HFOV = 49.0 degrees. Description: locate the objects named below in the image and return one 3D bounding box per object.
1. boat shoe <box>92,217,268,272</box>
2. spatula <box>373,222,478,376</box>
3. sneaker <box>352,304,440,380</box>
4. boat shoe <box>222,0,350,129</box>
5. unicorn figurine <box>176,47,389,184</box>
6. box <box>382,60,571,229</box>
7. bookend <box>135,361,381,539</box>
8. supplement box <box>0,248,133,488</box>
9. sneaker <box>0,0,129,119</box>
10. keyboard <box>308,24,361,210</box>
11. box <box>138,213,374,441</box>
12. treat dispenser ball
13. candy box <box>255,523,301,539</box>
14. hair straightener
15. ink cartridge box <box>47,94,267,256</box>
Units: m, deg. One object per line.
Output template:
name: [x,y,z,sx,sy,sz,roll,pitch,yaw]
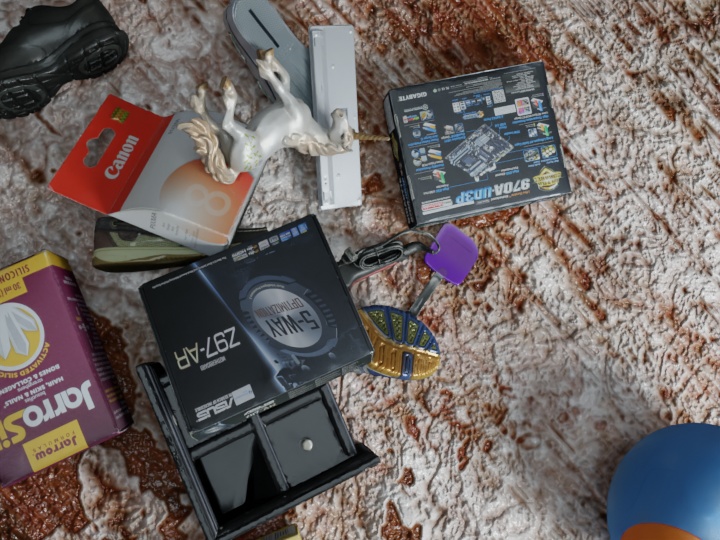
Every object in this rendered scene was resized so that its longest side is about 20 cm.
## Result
boat shoe: [-0.196,-0.040,0.871,0.196,0.072,0.068,-6,85,-8]
spatula: [0.070,0.038,0.924,0.056,0.021,0.202,34,83,2]
sneaker: [-0.010,0.081,0.882,0.195,0.088,0.077,14,66,-10]
boat shoe: [-0.082,-0.227,0.905,0.073,0.067,0.202,-39,113,-14]
unicorn figurine: [-0.089,-0.160,0.841,0.197,0.074,0.139,-30,114,-9]
box: [0.138,-0.148,0.935,0.195,0.046,0.163,-12,87,-8]
bookend: [-0.109,0.155,0.856,0.196,0.092,0.203,-23,88,-9]
supplement box: [-0.340,0.100,0.826,0.129,0.103,0.204,-24,89,-10]
sneaker: [-0.360,-0.239,0.875,0.197,0.076,0.092,-30,80,-15]
keyboard: [-0.028,-0.173,0.900,0.055,0.011,0.205,-11,105,-30]
box: [-0.105,0.055,0.799,0.196,0.044,0.163,-22,73,-8]
treat dispenser ball: [0.368,0.268,0.853,0.196,0.201,0.206,1,85,-7]
candy box: [-0.141,0.372,0.854,0.196,0.056,0.119,-20,88,-10]
hair straightener: [0.000,0.000,0.889,0.196,0.077,0.042,-19,76,-8]
ink cartridge box: [-0.208,-0.118,0.852,0.196,0.050,0.164,23,51,-8]
